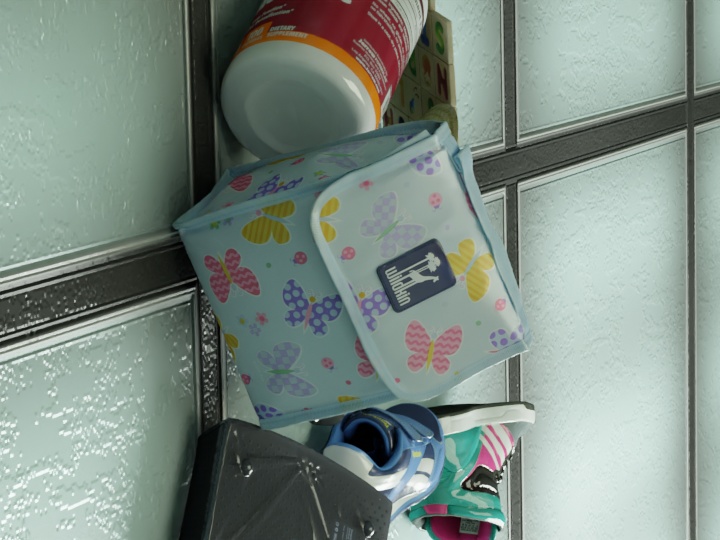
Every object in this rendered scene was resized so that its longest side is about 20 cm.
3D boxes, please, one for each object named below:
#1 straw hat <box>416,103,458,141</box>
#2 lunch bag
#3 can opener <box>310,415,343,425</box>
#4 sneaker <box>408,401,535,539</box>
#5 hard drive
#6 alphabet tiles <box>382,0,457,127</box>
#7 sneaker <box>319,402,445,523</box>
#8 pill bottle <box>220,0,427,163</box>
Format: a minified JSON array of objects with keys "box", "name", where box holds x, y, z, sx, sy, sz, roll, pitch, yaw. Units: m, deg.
[{"box":[-0.008,-0.050,1.857,0.201,0.085,0.201,-57,-161,32],"name":"straw hat"},{"box":[0.000,0.000,1.698,0.170,0.199,0.127,68,27,-17],"name":"lunch bag"},{"box":[0.012,0.037,1.948,0.200,0.067,0.053,-66,149,-44],"name":"can opener"},{"box":[0.096,0.174,2.145,0.200,0.083,0.121,-4,90,-60],"name":"sneaker"},{"box":[-0.055,0.192,1.774,0.200,0.042,0.135,32,61,-48],"name":"hard drive"},{"box":[0.042,-0.146,1.947,0.166,0.006,0.201,-136,-141,-63],"name":"alphabet tiles"},{"box":[0.018,0.139,1.948,0.200,0.074,0.083,-44,145,-62],"name":"sneaker"},{"box":[-0.018,-0.170,1.798,0.200,0.113,0.113,-67,150,-44],"name":"pill bottle"}]
